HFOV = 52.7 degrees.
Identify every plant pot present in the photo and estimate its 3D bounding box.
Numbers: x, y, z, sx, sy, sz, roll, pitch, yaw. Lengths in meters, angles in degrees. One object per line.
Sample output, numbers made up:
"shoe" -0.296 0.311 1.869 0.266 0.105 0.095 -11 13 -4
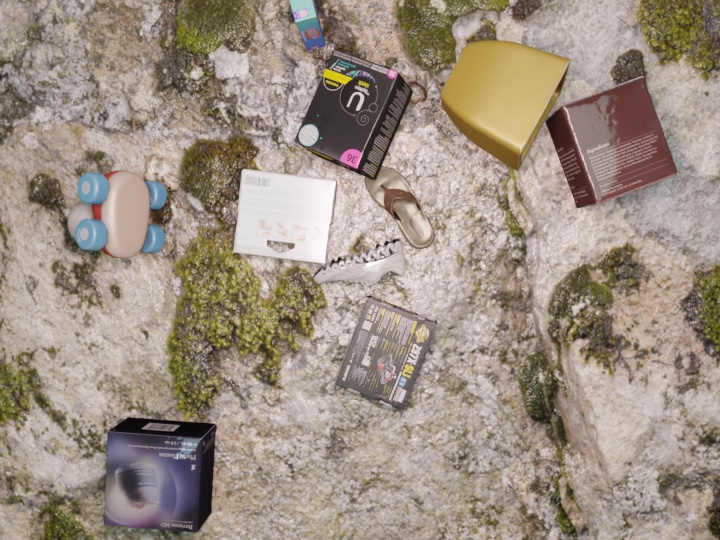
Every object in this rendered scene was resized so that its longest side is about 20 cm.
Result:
"plant pot" 0.270 -0.341 1.429 0.200 0.194 0.196 29 93 10

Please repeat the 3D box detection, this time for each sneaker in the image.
"sneaker" 0.000 0.000 1.509 0.199 0.075 0.081 -18 100 3

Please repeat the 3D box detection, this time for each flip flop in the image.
"flip flop" 0.085 -0.132 1.503 0.081 0.058 0.200 -33 90 3

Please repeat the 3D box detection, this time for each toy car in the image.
"toy car" -0.539 -0.117 1.502 0.200 0.184 0.177 4 92 31

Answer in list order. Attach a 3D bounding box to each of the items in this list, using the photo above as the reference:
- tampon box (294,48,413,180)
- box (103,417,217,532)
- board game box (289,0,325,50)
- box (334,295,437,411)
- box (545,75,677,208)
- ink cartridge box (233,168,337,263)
"tampon box" -0.011 -0.308 1.450 0.150 0.126 0.200 24 93 19
"box" -0.414 0.424 1.514 0.199 0.123 0.199 3 93 3
"board game box" -0.115 -0.537 1.429 0.045 0.200 0.153 -14 92 3
"box" 0.052 0.172 1.520 0.159 0.049 0.201 20 92 -1
"box" 0.487 -0.244 1.427 0.164 0.166 0.201 -20 92 4
"ink cartridge box" -0.157 -0.113 1.522 0.199 0.045 0.177 7 92 3
